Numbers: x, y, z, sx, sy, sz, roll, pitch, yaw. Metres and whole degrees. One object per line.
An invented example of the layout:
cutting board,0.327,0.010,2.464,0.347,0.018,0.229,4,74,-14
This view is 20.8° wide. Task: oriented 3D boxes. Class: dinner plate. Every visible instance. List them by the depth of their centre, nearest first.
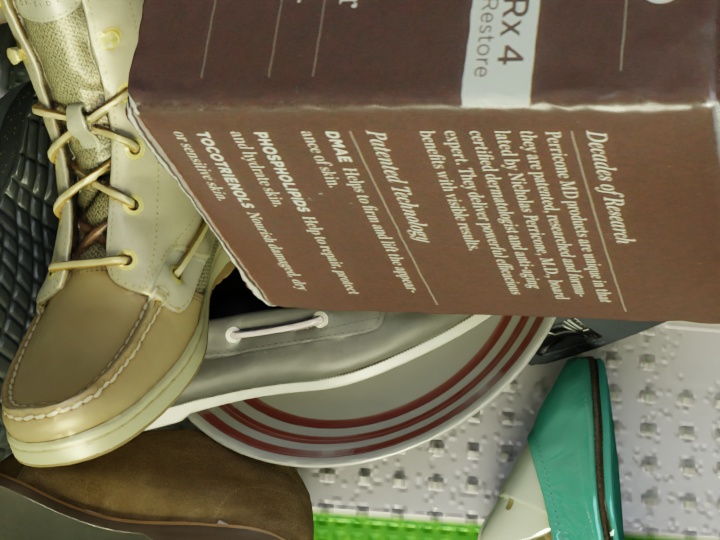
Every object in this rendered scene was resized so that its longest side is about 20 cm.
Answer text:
dinner plate,0.000,0.000,0.862,0.198,0.024,0.202,-10,55,14

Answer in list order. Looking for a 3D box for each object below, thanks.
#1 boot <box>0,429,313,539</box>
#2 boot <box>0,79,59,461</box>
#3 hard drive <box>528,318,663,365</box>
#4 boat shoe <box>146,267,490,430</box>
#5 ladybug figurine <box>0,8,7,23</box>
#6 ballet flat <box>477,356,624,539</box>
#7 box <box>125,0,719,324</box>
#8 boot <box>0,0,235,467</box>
boot,-0.116,0.101,0.823,0.198,0.074,0.076,10,39,0
boot,-0.175,0.008,0.823,0.068,0.130,0.201,39,55,-32
hard drive,0.126,-0.050,0.839,0.042,0.199,0.136,16,59,-38
boat shoe,-0.035,0.016,0.803,0.198,0.067,0.057,-17,111,11
ladybug figurine,-0.180,-0.176,0.898,0.198,0.072,0.137,-5,53,12
ballet flat,0.086,0.130,0.823,0.070,0.067,0.202,-11,65,5
box,0.045,-0.090,0.713,0.198,0.164,0.167,1,65,17
boot,-0.101,-0.041,0.736,0.072,0.156,0.201,-2,37,25
